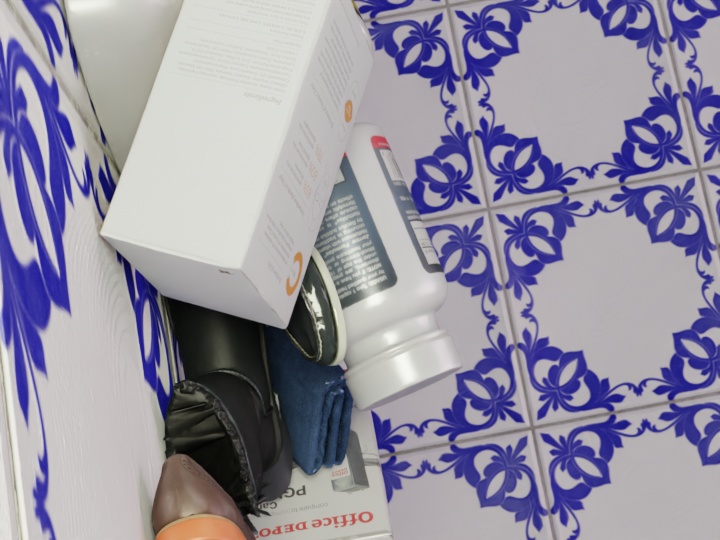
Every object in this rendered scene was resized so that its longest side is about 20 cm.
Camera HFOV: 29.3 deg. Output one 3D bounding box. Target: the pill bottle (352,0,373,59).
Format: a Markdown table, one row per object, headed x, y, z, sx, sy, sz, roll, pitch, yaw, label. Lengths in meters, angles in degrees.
| x | y | z | sx | sy | sz | roll | pitch | yaw | label |
| --- | --- | --- | --- | --- | --- | --- | --- | --- | --- |
| -0.070 | -0.227 | 1.132 | 0.115 | 0.113 | 0.202 | 81 | -10 | -51 | pill bottle |

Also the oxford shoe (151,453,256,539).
| x | y | z | sx | sy | sz | roll | pitch | yaw | label |
| --- | --- | --- | --- | --- | --- | --- | --- | --- | --- |
| -0.087 | 0.187 | 0.889 | 0.201 | 0.070 | 0.073 | 80 | -6 | -53 | oxford shoe |

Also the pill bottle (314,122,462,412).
| x | y | z | sx | sy | sz | roll | pitch | yaw | label |
| --- | --- | --- | --- | --- | --- | --- | --- | --- | --- |
| 0.000 | 0.000 | 1.074 | 0.120 | 0.118 | 0.202 | 84 | -17 | -80 | pill bottle |

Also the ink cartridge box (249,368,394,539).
| x | y | z | sx | sy | sz | roll | pitch | yaw | label |
| --- | --- | --- | --- | --- | --- | --- | --- | --- | --- |
| -0.050 | 0.197 | 1.255 | 0.086 | 0.143 | 0.202 | 82 | -3 | -45 | ink cartridge box |

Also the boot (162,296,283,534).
| x | y | z | sx | sy | sz | roll | pitch | yaw | label |
| --- | --- | --- | --- | --- | --- | --- | --- | --- | --- |
| -0.108 | 0.083 | 0.997 | 0.162 | 0.072 | 0.201 | -51 | 126 | -80 | boot |

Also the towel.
| x | y | z | sx | sy | sz | roll | pitch | yaw | label |
| --- | --- | --- | --- | --- | --- | --- | --- | --- | --- |
| -0.072 | 0.082 | 1.235 | 0.200 | 0.048 | 0.113 | 45 | -43 | 43 | towel |

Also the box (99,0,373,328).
| x | y | z | sx | sy | sz | roll | pitch | yaw | label |
| --- | --- | --- | --- | --- | --- | --- | --- | --- | --- |
| -0.073 | -0.084 | 0.890 | 0.125 | 0.096 | 0.203 | 60 | 45 | -68 | box |

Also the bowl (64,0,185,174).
| x | y | z | sx | sy | sz | roll | pitch | yaw | label |
| --- | --- | --- | --- | --- | --- | --- | --- | --- | --- |
| -0.150 | -0.182 | 0.952 | 0.201 | 0.073 | 0.202 | 79 | 0 | -53 | bowl |

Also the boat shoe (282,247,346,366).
| x | y | z | sx | sy | sz | roll | pitch | yaw | label |
| --- | --- | --- | --- | --- | --- | --- | --- | --- | --- |
| -0.077 | -0.013 | 1.014 | 0.074 | 0.065 | 0.202 | -43 | -112 | 55 | boat shoe |

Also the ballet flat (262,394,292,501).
| x | y | z | sx | sy | sz | roll | pitch | yaw | label |
| --- | --- | --- | --- | --- | --- | --- | --- | --- | --- |
| -0.106 | 0.097 | 1.175 | 0.073 | 0.072 | 0.203 | 83 | -9 | -77 | ballet flat |
